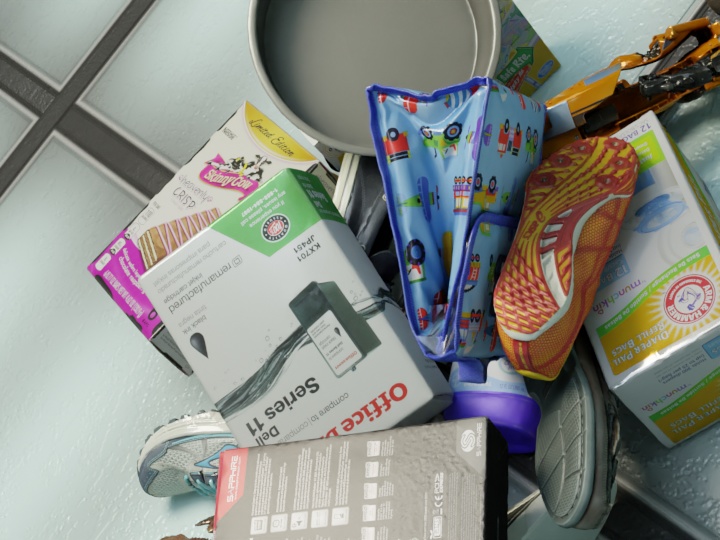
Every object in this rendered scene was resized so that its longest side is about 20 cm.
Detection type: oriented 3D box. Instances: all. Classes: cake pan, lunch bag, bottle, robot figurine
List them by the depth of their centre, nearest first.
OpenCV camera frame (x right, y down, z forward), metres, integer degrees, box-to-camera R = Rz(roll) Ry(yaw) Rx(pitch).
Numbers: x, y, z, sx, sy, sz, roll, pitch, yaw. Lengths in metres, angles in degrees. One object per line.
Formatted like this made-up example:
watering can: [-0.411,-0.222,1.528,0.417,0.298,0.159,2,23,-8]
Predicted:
lunch bag: [0.070,-0.023,1.175,0.093,0.150,0.203,-2,88,21]
bottle: [0.120,0.037,1.289,0.083,0.065,0.202,-1,61,29]
robot figurine: [0.199,-0.136,1.289,0.198,0.059,0.145,-25,2,0]
cake pan: [0.010,-0.184,1.318,0.198,0.037,0.203,1,81,-5]

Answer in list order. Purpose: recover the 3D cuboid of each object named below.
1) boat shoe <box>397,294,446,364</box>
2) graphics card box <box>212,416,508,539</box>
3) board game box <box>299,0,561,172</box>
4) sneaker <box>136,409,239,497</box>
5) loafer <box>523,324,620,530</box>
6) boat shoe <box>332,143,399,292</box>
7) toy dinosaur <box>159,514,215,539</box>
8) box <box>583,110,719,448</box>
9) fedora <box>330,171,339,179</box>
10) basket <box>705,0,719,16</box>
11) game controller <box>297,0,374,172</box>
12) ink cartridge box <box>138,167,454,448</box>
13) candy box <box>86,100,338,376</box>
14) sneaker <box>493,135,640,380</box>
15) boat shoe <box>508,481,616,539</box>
boat shoe: [0.074,-0.028,1.355,0.062,0.074,0.203,21,73,3]
graphics card box: [-0.001,0.171,1.114,0.198,0.051,0.127,-11,57,22]
board game box: [0.059,-0.146,1.412,0.200,0.134,0.034,-45,45,4]
sneaker: [-0.101,0.158,1.371,0.198,0.077,0.087,-22,58,27]
loafer: [0.156,0.099,1.156,0.201,0.062,0.072,-94,26,-52]
boat shoe: [0.000,0.000,1.319,0.061,0.075,0.202,11,76,7]
toy dinosaur: [-0.134,0.236,1.337,0.199,0.086,0.137,-2,59,43]
box: [0.215,0.006,1.213,0.112,0.101,0.201,-31,47,17]
fedora: [-0.066,0.011,1.438,0.199,0.082,0.202,-21,46,24]
basket: [0.358,-0.257,1.266,0.198,0.136,0.182,-4,55,39]
game controller: [-0.007,-0.159,1.429,0.042,0.200,0.105,28,74,20]
ink cartridge box: [-0.045,0.050,1.235,0.146,0.083,0.201,-36,80,9]
candy box: [-0.118,-0.030,1.402,0.200,0.061,0.136,-46,42,-4]
sneaker: [0.139,-0.014,1.166,0.072,0.078,0.201,15,55,25]
boat shoe: [0.094,0.201,1.194,0.200,0.071,0.064,-46,46,4]
